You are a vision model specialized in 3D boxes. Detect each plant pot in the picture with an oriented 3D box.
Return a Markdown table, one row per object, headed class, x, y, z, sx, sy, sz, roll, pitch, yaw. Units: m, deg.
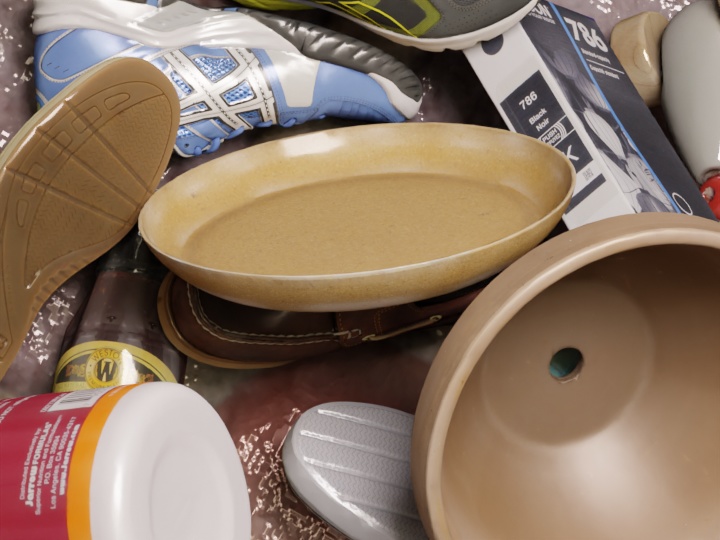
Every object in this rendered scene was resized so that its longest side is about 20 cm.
| class | x | y | z | sx | sy | sz | roll | pitch | yaw |
| --- | --- | --- | --- | --- | --- | --- | --- | --- | --- |
| plant pot | 0.108 | 0.058 | 1.101 | 0.200 | 0.093 | 0.202 | -8 | 116 | -16 |
| plant pot | 0.000 | -0.023 | 1.113 | 0.199 | 0.200 | 0.028 | -15 | 112 | -20 |

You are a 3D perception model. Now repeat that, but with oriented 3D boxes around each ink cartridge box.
| class | x | y | z | sx | sy | sz | roll | pitch | yaw |
| --- | --- | --- | --- | --- | --- | --- | --- | --- | --- |
| ink cartridge box | 0.106 | -0.079 | 1.209 | 0.099 | 0.039 | 0.200 | 10 | 44 | -54 |

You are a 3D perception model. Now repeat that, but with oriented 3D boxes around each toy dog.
| class | x | y | z | sx | sy | sz | roll | pitch | yaw |
| --- | --- | --- | --- | --- | --- | --- | --- | --- | --- |
| toy dog | 0.197 | -0.061 | 1.269 | 0.096 | 0.131 | 0.201 | 15 | 81 | -47 |

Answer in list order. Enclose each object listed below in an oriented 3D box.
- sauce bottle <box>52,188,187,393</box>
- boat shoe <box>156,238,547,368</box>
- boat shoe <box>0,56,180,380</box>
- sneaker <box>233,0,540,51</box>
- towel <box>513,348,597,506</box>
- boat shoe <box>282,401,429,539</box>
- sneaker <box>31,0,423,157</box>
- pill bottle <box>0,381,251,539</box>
| class | x | y | z | sx | sy | sz | roll | pitch | yaw |
| --- | --- | --- | --- | --- | --- | --- | --- | --- | --- |
| sauce bottle | -0.116 | 0.061 | 1.160 | 0.066 | 0.066 | 0.201 | 8 | 76 | -16 |
| boat shoe | 0.000 | 0.000 | 1.179 | 0.199 | 0.070 | 0.071 | -12 | 83 | -35 |
| boat shoe | -0.163 | -0.020 | 1.145 | 0.071 | 0.064 | 0.200 | 43 | 80 | -29 |
| sneaker | -0.005 | -0.155 | 1.179 | 0.199 | 0.085 | 0.075 | 6 | 79 | 26 |
| towel | 0.158 | 0.107 | 1.190 | 0.200 | 0.022 | 0.147 | 41 | 67 | -5 |
| boat shoe | 0.045 | 0.130 | 1.190 | 0.199 | 0.071 | 0.072 | 26 | 53 | -15 |
| sneaker | -0.068 | -0.093 | 1.211 | 0.199 | 0.076 | 0.077 | 9 | 94 | -13 |
| pill bottle | -0.157 | 0.113 | 1.064 | 0.113 | 0.199 | 0.114 | 26 | 60 | -58 |
